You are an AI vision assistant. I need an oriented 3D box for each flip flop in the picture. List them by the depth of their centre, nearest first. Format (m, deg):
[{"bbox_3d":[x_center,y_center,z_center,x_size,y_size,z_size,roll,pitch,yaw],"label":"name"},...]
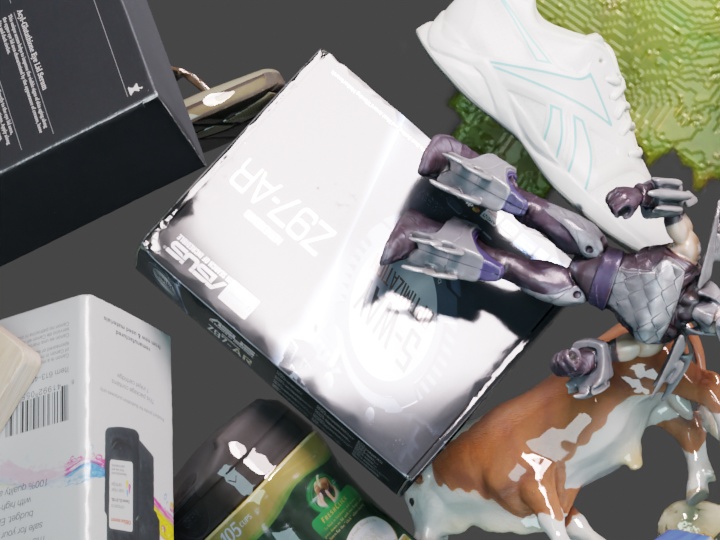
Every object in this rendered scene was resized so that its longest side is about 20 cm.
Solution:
[{"bbox_3d":[-0.141,-0.089,1.676,0.199,0.081,0.058,-12,81,11],"label":"flip flop"}]

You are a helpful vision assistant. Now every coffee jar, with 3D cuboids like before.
[{"bbox_3d":[-0.019,0.169,1.661,0.200,0.085,0.104,45,138,2],"label":"coffee jar"}]

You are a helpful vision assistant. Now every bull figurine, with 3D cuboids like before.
[{"bbox_3d":[0.117,0.103,1.653,0.200,0.065,0.122,-40,61,0],"label":"bull figurine"}]

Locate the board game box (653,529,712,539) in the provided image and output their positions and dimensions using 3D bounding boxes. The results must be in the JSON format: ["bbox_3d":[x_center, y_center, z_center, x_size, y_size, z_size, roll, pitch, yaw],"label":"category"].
[{"bbox_3d":[0.141,0.276,1.614,0.199,0.043,0.201,-30,107,-27],"label":"board game box"}]

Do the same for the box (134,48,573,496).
[{"bbox_3d":[0.000,0.000,1.647,0.200,0.044,0.160,41,73,6],"label":"box"}]

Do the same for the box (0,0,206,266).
[{"bbox_3d":[-0.184,-0.119,1.622,0.141,0.079,0.200,-27,54,8],"label":"box"}]

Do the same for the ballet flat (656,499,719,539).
[{"bbox_3d":[0.239,0.208,1.666,0.066,0.057,0.200,-40,89,5],"label":"ballet flat"}]

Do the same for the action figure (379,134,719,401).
[{"bbox_3d":[0.117,-0.001,1.594,0.199,0.069,0.131,21,99,9],"label":"action figure"}]

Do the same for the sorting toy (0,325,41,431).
[{"bbox_3d":[-0.308,0.076,1.616,0.199,0.070,0.200,34,93,30],"label":"sorting toy"}]

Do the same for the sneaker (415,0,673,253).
[{"bbox_3d":[0.123,-0.085,1.654,0.080,0.070,0.200,-43,89,3],"label":"sneaker"}]

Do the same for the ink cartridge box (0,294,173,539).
[{"bbox_3d":[-0.181,0.133,1.621,0.145,0.083,0.201,-16,63,29],"label":"ink cartridge box"}]
